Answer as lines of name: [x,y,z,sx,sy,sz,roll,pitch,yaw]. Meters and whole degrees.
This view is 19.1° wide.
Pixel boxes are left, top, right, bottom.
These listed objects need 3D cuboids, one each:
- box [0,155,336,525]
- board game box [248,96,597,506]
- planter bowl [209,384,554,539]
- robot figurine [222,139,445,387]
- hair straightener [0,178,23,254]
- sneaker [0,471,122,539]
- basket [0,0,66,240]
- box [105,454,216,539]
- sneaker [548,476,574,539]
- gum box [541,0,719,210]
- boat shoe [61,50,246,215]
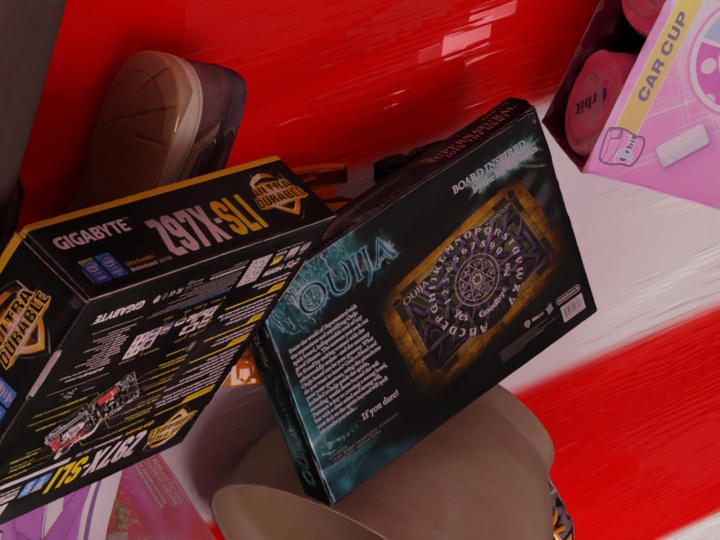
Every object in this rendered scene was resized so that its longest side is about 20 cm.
box: [-0.113,0.034,0.965,0.160,0.049,0.200,-53,164,29]
board game box: [0.032,0.014,1.128,0.200,0.028,0.135,-34,121,-26]
planter bowl: [0.031,0.132,1.250,0.135,0.200,0.200,-57,150,-25]
robot figurine: [0.000,0.000,1.156,0.200,0.058,0.145,-6,109,-37]
hair straightener: [-0.205,0.040,1.022,0.041,0.077,0.200,18,90,-10]
sneaker: [-0.191,0.150,1.101,0.114,0.073,0.201,11,83,-47]
basket: [-0.195,-0.092,0.852,0.180,0.136,0.200,11,116,-37]
box: [-0.100,0.210,1.179,0.095,0.200,0.103,-29,141,-12]
sneaker: [0.101,0.152,1.403,0.078,0.077,0.200,-37,142,-3]
gum box: [0.197,-0.139,1.160,0.113,0.066,0.200,14,114,-26]
boat shoe: [-0.110,-0.017,1.051,0.065,0.072,0.200,0,124,-40]
